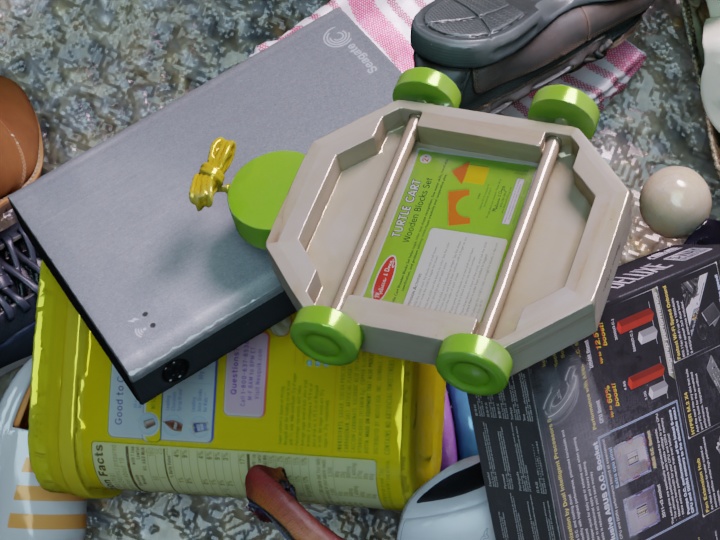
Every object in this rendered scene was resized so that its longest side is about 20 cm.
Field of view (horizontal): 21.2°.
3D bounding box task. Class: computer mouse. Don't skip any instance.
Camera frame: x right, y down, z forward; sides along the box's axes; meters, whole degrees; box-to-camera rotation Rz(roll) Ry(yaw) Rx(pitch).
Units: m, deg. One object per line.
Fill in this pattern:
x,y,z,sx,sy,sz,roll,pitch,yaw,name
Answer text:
0.105,0.115,0.963,0.199,0.044,0.110,-24,111,-32,computer mouse

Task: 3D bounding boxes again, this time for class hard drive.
-0.056,-0.037,0.948,0.199,0.033,0.140,-31,53,-12,hard drive

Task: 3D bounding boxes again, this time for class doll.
0.214,0.031,1.037,0.048,0.136,0.201,-35,84,41,doll

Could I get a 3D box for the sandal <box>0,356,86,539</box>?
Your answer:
-0.180,0.149,1.052,0.059,0.079,0.208,13,91,4,sandal

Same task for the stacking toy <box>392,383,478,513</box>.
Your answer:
0.105,0.075,1.046,0.199,0.085,0.086,-9,81,-2,stacking toy

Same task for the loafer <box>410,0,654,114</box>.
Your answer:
0.094,-0.129,1.039,0.072,0.200,0.063,27,127,33,loafer

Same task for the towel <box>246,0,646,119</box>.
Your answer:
0.051,-0.115,1.058,0.146,0.030,0.200,45,57,8,towel

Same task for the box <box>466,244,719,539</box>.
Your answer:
0.134,0.104,0.929,0.157,0.050,0.201,-20,103,-37,box

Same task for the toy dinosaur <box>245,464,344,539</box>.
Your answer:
0.022,0.158,0.895,0.199,0.105,0.182,-26,92,19,toy dinosaur

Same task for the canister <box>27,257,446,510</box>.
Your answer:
-0.060,0.047,0.985,0.199,0.087,0.150,2,85,17,canister

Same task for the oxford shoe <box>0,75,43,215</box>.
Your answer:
-0.210,-0.070,1.029,0.071,0.200,0.072,5,116,-1,oxford shoe

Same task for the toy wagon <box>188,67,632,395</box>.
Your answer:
0.019,-0.023,0.876,0.199,0.040,0.156,10,56,20,toy wagon

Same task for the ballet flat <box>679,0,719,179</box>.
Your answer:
0.204,-0.134,1.054,0.068,0.075,0.201,-9,94,34,ballet flat

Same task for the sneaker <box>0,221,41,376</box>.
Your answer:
-0.199,0.010,1.037,0.202,0.146,0.077,-37,80,-5,sneaker
